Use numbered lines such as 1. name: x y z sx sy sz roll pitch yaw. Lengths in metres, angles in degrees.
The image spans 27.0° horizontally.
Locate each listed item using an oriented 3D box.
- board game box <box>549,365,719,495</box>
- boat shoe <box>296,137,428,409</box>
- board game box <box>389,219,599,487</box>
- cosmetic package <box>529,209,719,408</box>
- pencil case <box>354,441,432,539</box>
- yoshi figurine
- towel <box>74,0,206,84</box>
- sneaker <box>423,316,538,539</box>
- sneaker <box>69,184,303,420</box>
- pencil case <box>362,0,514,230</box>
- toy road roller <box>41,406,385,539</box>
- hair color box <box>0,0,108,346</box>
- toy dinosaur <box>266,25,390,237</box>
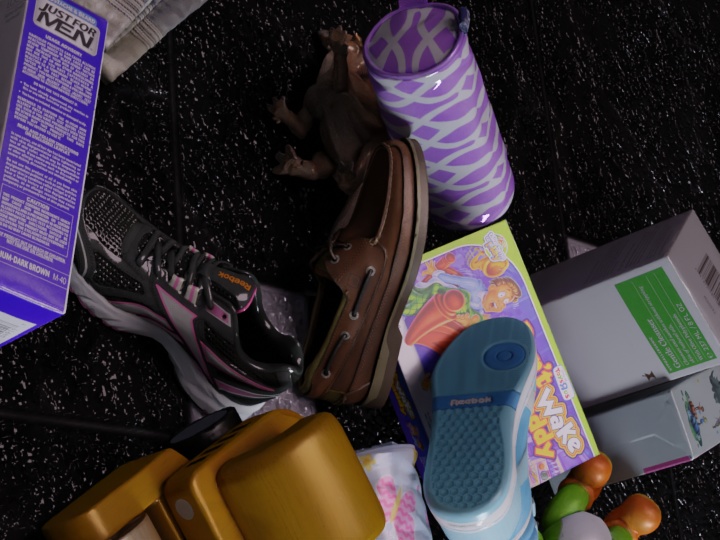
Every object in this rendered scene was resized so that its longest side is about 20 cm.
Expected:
1. board game box: 0.267 0.128 1.322 0.199 0.147 0.065 -19 86 -50
2. boat shoe: 0.000 0.000 1.087 0.067 0.072 0.202 9 91 -18
3. board game box: 0.088 0.078 1.177 0.134 0.045 0.202 -22 90 -23
4. cosmetic package: 0.211 0.042 1.255 0.108 0.199 0.085 55 40 -11
5. pencil case: 0.021 0.222 1.047 0.090 0.083 0.202 -6 77 -35
6. yoshi figurine: 0.163 0.226 1.171 0.200 0.112 0.113 -44 125 -40
7. towel: -0.185 -0.257 1.070 0.201 0.034 0.193 53 41 -19
8. sneaker: 0.097 0.140 1.113 0.201 0.079 0.131 -70 151 -44
9. sneaker: -0.110 0.013 0.991 0.200 0.086 0.081 44 43 -26
10. pencil case: 0.061 -0.117 1.139 0.201 0.083 0.086 67 13 -49
11. toy road roller: -0.079 0.159 0.913 0.200 0.145 0.124 -35 100 -50
12. hair color box: -0.214 -0.058 0.887 0.065 0.109 0.202 27 54 -36
13. toy dinosaur: 0.001 -0.111 1.183 0.135 0.085 0.202 4 76 -55
